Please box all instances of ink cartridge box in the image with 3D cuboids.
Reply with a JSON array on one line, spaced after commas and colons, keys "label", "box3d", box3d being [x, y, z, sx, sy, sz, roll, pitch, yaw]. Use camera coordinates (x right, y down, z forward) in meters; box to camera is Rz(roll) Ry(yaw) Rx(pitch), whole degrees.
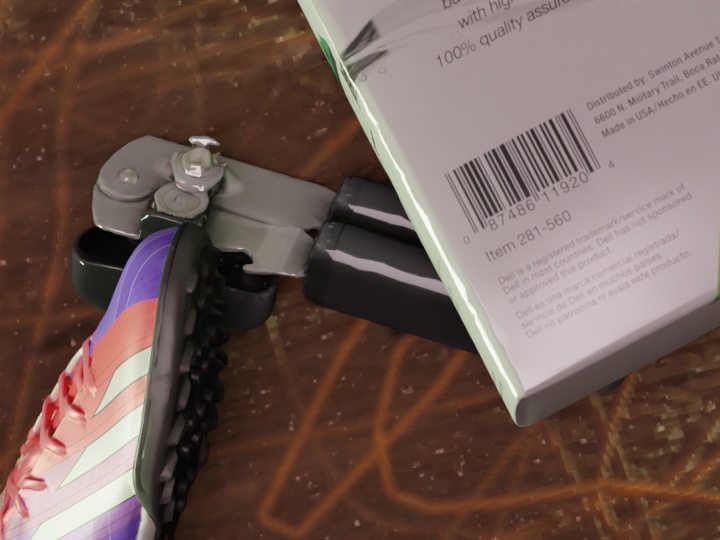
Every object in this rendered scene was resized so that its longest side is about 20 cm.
[{"label": "ink cartridge box", "box3d": [0.068, -0.074, 0.879, 0.146, 0.084, 0.201, -26, 80, -1]}]

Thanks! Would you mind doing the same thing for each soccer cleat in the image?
[{"label": "soccer cleat", "box3d": [-0.093, 0.073, 0.937, 0.073, 0.068, 0.201, 16, 116, 8]}]

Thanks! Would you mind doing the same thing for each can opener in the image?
[{"label": "can opener", "box3d": [0.000, 0.000, 0.948, 0.199, 0.053, 0.067, 13, 132, 9]}]
